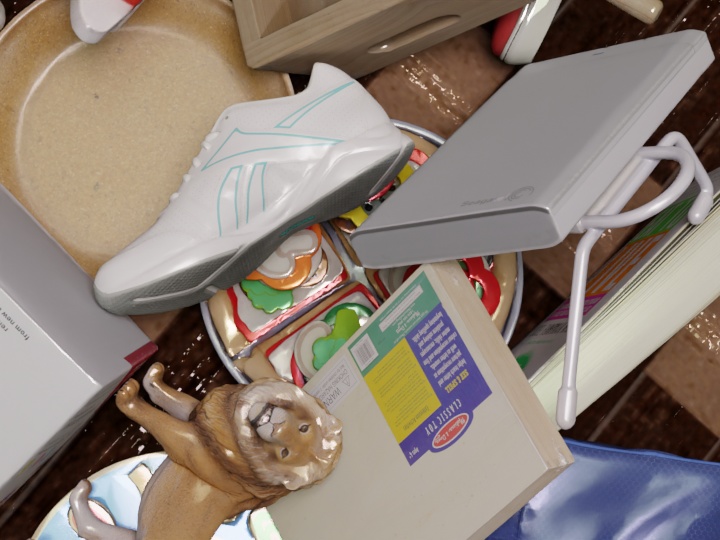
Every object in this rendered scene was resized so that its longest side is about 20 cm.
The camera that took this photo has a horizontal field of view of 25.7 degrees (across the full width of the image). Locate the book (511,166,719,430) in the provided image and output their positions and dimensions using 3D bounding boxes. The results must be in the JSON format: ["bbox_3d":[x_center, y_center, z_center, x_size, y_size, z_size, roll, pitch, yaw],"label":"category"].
[{"bbox_3d":[0.161,0.017,0.945,0.200,0.134,0.048,-42,94,-10],"label":"book"}]

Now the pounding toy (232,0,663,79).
[{"bbox_3d":[0.038,-0.204,0.915,0.142,0.200,0.185,-4,79,-52],"label":"pounding toy"}]

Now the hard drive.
[{"bbox_3d":[0.098,-0.069,0.872,0.200,0.132,0.026,-45,117,-42],"label":"hard drive"}]

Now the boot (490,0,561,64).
[{"bbox_3d":[0.074,-0.235,0.989,0.144,0.072,0.200,16,77,-4],"label":"boot"}]

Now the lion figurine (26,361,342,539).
[{"bbox_3d":[-0.103,0.134,0.894,0.122,0.072,0.200,35,104,7],"label":"lion figurine"}]

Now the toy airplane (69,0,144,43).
[{"bbox_3d":[-0.186,-0.222,0.885,0.199,0.141,0.200,-2,44,-30],"label":"toy airplane"}]

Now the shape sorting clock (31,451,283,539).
[{"bbox_3d":[-0.108,0.207,0.938,0.199,0.039,0.201,1,85,-8],"label":"shape sorting clock"}]

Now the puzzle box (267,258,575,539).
[{"bbox_3d":[0.019,0.104,0.873,0.025,0.200,0.133,-4,57,-45],"label":"puzzle box"}]

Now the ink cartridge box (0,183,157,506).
[{"bbox_3d":[-0.240,0.070,0.857,0.200,0.145,0.145,-44,91,7],"label":"ink cartridge box"}]

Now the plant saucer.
[{"bbox_3d":[-0.137,-0.079,0.951,0.200,0.035,0.201,0,80,-1],"label":"plant saucer"}]

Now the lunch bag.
[{"bbox_3d":[0.128,0.166,0.925,0.200,0.136,0.133,9,83,-6],"label":"lunch bag"}]

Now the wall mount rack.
[{"bbox_3d":[0.101,-0.004,0.877,0.174,0.200,0.075,-49,118,-27],"label":"wall mount rack"}]

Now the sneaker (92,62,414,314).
[{"bbox_3d":[-0.070,-0.044,0.900,0.200,0.070,0.080,-32,78,-13],"label":"sneaker"}]

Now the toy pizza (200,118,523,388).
[{"bbox_3d":[0.000,0.000,0.959,0.200,0.032,0.201,0,79,0],"label":"toy pizza"}]

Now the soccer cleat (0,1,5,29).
[{"bbox_3d":[-0.307,-0.178,0.928,0.200,0.069,0.078,8,79,-1],"label":"soccer cleat"}]
